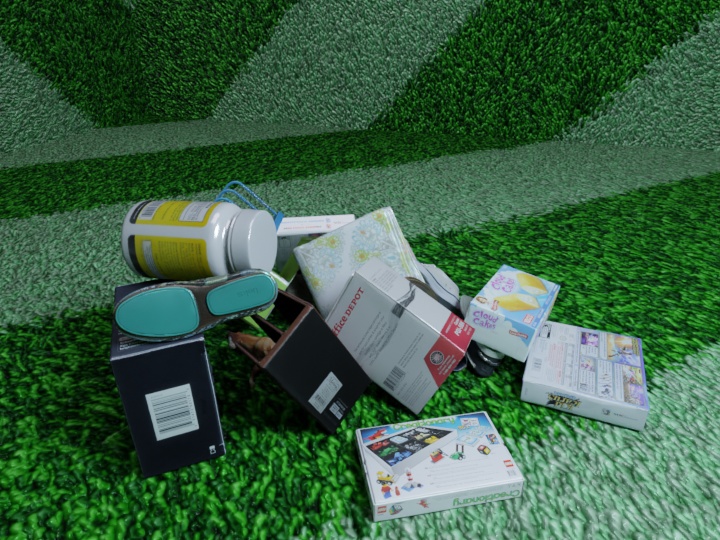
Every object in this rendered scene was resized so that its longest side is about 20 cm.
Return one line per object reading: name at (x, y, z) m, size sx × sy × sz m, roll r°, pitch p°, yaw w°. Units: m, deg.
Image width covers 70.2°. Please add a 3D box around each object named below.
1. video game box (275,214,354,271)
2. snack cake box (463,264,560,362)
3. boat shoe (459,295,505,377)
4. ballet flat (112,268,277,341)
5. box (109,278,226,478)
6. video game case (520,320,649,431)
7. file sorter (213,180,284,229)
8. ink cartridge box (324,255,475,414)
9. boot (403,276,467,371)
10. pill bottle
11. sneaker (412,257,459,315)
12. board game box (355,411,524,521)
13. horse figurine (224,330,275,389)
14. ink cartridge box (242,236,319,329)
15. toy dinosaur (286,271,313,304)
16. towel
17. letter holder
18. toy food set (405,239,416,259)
video game box at (-0.106, -0.058, 1.161) m, size 0.178 × 0.201 × 0.048 m, roll -1°, pitch 67°, yaw -6°
snack cake box at (0.267, 0.067, 0.900) m, size 0.114 × 0.068 × 0.199 m, roll 24°, pitch 30°, yaw 22°
boat shoe at (0.211, 0.114, 0.941) m, size 0.074 × 0.061 × 0.201 m, roll 19°, pitch 24°, yaw -5°
ballet flat at (-0.203, 0.043, 0.649) m, size 0.196 × 0.076 × 0.074 m, roll -8°, pitch 27°, yaw -17°
box at (-0.276, 0.141, 0.738) m, size 0.115 × 0.200 × 0.200 m, roll -11°, pitch 28°, yaw -18°
video game case at (0.372, 0.164, 0.856) m, size 0.178 × 0.046 × 0.200 m, roll 9°, pitch 28°, yaw 22°
file sorter at (-0.238, -0.053, 0.917) m, size 0.122 × 0.139 × 0.201 m, roll 39°, pitch 21°, yaw -17°
ink cartridge box at (0.053, 0.098, 0.796) m, size 0.199 × 0.148 × 0.083 m, roll 36°, pitch 31°, yaw 8°
boot at (0.124, 0.092, 0.862) m, size 0.074 × 0.200 × 0.097 m, roll -40°, pitch 44°, yaw -1°
pill bottle at (-0.229, -0.042, 0.742) m, size 0.196 × 0.116 × 0.115 m, roll 4°, pitch 26°, yaw 14°
sneaker at (0.125, 0.018, 1.015) m, size 0.072 × 0.199 × 0.072 m, roll -27°, pitch 37°, yaw 34°
board game box at (0.100, 0.256, 0.687) m, size 0.196 × 0.035 × 0.127 m, roll -5°, pitch 28°, yaw -9°
horse figurine at (-0.131, 0.142, 0.901) m, size 0.196 × 0.051 × 0.133 m, roll -10°, pitch 28°, yaw -18°
ink cartridge box at (-0.177, -0.001, 0.984) m, size 0.075 × 0.202 × 0.148 m, roll 35°, pitch -8°, yaw -17°
toy dinosaur at (-0.119, 0.048, 1.012) m, size 0.076 × 0.103 × 0.201 m, roll -28°, pitch 24°, yaw 29°
towel at (0.000, 0.000, 0.920) m, size 0.197 × 0.174 × 0.048 m, roll -24°, pitch 3°, yaw 1°
letter holder at (-0.097, 0.123, 0.747) m, size 0.141 × 0.201 × 0.101 m, roll 24°, pitch 66°, yaw 42°
toy food set at (0.034, 0.013, 1.065) m, size 0.197 × 0.061 × 0.145 m, roll -15°, pitch 60°, yaw -19°
